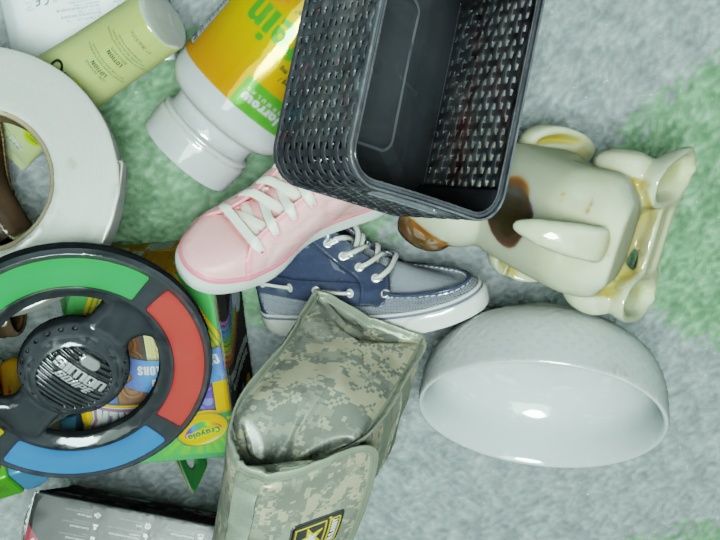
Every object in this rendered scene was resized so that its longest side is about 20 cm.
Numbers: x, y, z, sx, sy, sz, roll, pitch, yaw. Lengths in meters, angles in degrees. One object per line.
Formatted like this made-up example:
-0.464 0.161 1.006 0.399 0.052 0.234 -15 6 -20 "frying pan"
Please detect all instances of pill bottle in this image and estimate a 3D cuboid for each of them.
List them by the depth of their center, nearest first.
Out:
-0.071 -0.160 0.799 0.111 0.111 0.200 42 103 -10 "pill bottle"

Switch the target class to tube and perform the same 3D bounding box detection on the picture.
-0.226 -0.148 0.815 0.200 0.052 0.058 -25 78 26 "tube"

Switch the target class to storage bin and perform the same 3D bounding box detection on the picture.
0.035 -0.143 0.702 0.135 0.094 0.200 14 85 -36 "storage bin"

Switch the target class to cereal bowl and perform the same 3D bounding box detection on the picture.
0.151 0.086 0.849 0.200 0.083 0.200 9 149 6 "cereal bowl"

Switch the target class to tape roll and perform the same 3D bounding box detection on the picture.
-0.275 -0.064 0.764 0.202 0.037 0.203 0 86 -6 "tape roll"

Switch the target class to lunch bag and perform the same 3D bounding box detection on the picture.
-0.042 0.143 0.786 0.117 0.200 0.164 24 131 10 "lunch bag"

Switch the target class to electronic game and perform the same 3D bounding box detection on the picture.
-0.207 0.070 0.751 0.199 0.042 0.200 -6 120 -11 "electronic game"

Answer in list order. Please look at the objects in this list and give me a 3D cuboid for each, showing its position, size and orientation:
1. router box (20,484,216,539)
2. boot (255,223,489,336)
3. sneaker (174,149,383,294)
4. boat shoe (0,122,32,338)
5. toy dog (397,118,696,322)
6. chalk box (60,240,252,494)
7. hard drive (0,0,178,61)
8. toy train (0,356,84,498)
-0.175 0.234 0.890 0.200 0.150 0.062 12 80 -1 "router box"
0.000 0.000 0.841 0.200 0.073 0.091 -6 114 20 "boot"
-0.051 -0.063 0.780 0.200 0.105 0.075 -27 62 -27 "sneaker"
-0.293 -0.040 0.836 0.075 0.075 0.203 10 111 7 "boat shoe"
0.122 -0.043 0.796 0.200 0.194 0.140 22 119 31 "toy dog"
-0.160 0.084 0.864 0.124 0.125 0.200 -4 105 2 "chalk box"
-0.226 -0.260 0.819 0.132 0.025 0.200 -7 106 4 "hard drive"
-0.294 0.091 0.867 0.115 0.085 0.200 -15 61 -5 "toy train"
